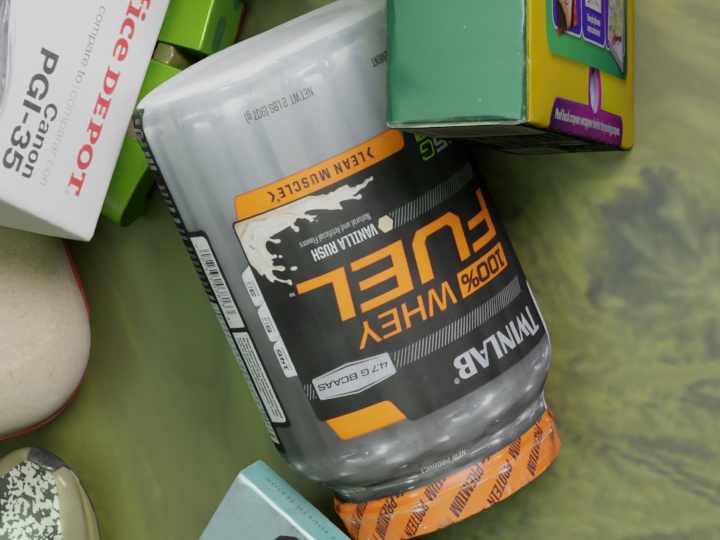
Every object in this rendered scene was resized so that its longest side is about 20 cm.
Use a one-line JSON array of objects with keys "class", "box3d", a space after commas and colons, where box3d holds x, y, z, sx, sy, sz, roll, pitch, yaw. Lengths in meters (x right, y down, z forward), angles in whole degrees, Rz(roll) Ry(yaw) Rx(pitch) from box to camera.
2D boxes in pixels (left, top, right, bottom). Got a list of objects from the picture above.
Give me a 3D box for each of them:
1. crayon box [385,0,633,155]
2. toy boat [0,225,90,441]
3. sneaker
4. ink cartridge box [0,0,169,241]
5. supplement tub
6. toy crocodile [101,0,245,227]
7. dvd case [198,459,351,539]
[{"class": "crayon box", "box3d": [0.061, -0.136, 1.061, 0.058, 0.200, 0.174, -1, 89, 16]}, {"class": "toy boat", "box3d": [-0.224, 0.031, 1.198, 0.199, 0.131, 0.131, -16, 82, -25]}, {"class": "sneaker", "box3d": [-0.177, 0.172, 1.194, 0.077, 0.089, 0.201, 26, 97, 17]}, {"class": "ink cartridge box", "box3d": [-0.172, -0.113, 1.075, 0.082, 0.200, 0.147, 12, 81, 39]}, {"class": "supplement tub", "box3d": [0.000, 0.000, 1.107, 0.122, 0.123, 0.201, -21, 101, 17]}, {"class": "toy crocodile", "box3d": [-0.072, -0.114, 1.184, 0.067, 0.062, 0.201, 21, 91, 17]}, {"class": "dvd case", "box3d": [-0.037, 0.197, 1.150, 0.146, 0.022, 0.200, 41, 123, 14]}]
